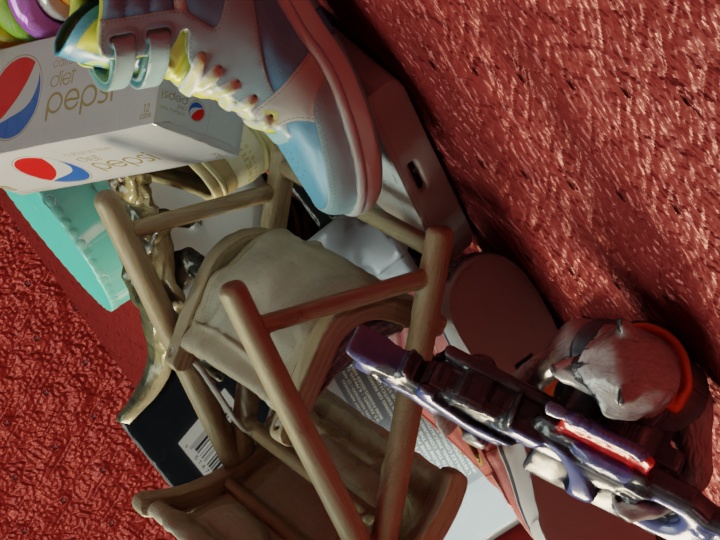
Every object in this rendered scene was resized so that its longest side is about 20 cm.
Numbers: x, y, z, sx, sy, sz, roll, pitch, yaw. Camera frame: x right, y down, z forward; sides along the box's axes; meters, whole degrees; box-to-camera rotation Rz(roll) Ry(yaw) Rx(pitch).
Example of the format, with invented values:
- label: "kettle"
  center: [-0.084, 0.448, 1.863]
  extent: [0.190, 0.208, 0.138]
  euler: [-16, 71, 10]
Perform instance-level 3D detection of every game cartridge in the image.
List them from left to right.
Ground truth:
- label: "game cartridge"
  center: [0.022, 0.068, 1.708]
  extent: [0.133, 0.041, 0.201]
  euler: [-37, 80, 43]

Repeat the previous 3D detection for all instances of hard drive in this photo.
- label: "hard drive"
  center: [-0.021, -0.100, 1.632]
  extent: [0.200, 0.026, 0.132]
  euler: [42, 166, 44]

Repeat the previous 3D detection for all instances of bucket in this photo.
- label: "bucket"
  center: [-0.173, -0.081, 2.077]
  extent: [0.207, 0.135, 0.207]
  euler: [51, 170, 12]

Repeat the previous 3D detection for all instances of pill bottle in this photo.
- label: "pill bottle"
  center: [-0.076, -0.007, 1.923]
  extent: [0.106, 0.106, 0.200]
  euler: [49, -177, 21]

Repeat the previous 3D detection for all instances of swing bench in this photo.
- label: "swing bench"
  center: [-0.040, 0.061, 1.602]
  extent: [0.199, 0.129, 0.201]
  euler: [31, 132, 59]

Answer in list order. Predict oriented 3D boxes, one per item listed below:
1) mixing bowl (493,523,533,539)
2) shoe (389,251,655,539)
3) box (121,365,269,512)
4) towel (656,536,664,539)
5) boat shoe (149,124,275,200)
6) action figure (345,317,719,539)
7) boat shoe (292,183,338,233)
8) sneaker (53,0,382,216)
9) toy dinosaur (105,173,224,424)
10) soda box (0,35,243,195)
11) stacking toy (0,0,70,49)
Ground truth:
- label: "mixing bowl"
  center: [0.121, 0.209, 1.742]
  extent: [0.200, 0.108, 0.200]
  euler: [53, 174, 9]
- label: "shoe"
  center: [0.084, 0.085, 1.606]
  extent: [0.201, 0.071, 0.091]
  euler: [63, 157, -7]
- label: "box"
  center: [-0.023, 0.107, 1.879]
  extent: [0.149, 0.107, 0.200]
  euler: [48, -158, 21]
- label: "towel"
  center: [0.145, 0.128, 1.701]
  extent: [0.200, 0.018, 0.086]
  euler: [57, 173, -23]
- label: "boat shoe"
  center: [-0.130, -0.081, 1.776]
  extent: [0.200, 0.063, 0.073]
  euler: [16, 140, 42]
- label: "action figure"
  center: [0.093, 0.050, 1.427]
  extent: [0.199, 0.105, 0.193]
  euler: [29, 167, -7]
- label: "boat shoe"
  center: [0.000, 0.001, 1.765]
  extent: [0.200, 0.066, 0.075]
  euler: [50, 170, 13]
- label: "sneaker"
  center: [-0.079, -0.099, 1.509]
  extent: [0.201, 0.130, 0.079]
  euler: [64, 159, -5]
- label: "toy dinosaur"
  center: [-0.107, 0.017, 1.765]
  extent: [0.088, 0.047, 0.201]
  euler: [18, 128, 25]
- label: "soda box"
  center: [-0.149, -0.092, 1.677]
  extent: [0.064, 0.068, 0.200]
  euler: [20, 162, -39]
- label: "stacking toy"
  center: [-0.183, -0.169, 1.708]
  extent: [0.200, 0.116, 0.110]
  euler: [14, 137, 48]
